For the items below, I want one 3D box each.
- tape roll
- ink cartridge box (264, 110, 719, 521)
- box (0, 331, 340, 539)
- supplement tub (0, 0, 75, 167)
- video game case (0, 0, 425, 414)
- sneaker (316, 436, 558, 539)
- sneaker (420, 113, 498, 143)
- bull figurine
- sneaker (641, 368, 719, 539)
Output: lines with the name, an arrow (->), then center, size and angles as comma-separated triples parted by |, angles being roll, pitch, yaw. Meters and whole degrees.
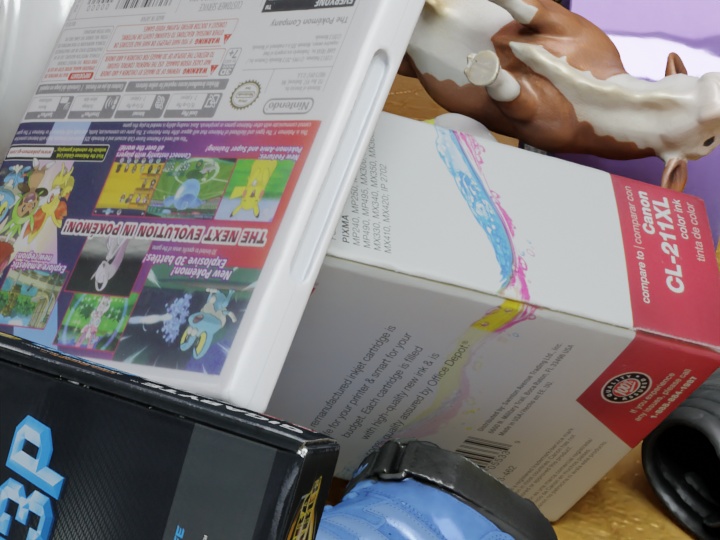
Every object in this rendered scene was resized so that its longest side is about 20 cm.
tape roll -> 0.129, -0.080, 1.015 | 0.084, 0.201, 0.201 | 5, 32, 0
ink cartridge box -> 0.024, 0.018, 0.833 | 0.199, 0.146, 0.083 | 14, 52, -21
box -> -0.109, 0.127, 0.662 | 0.158, 0.202, 0.046 | 17, 1, 14
supplement tub -> -0.105, -0.105, 0.974 | 0.198, 0.146, 0.145 | 7, 30, -22
video game case -> -0.072, -0.040, 0.772 | 0.199, 0.183, 0.023 | 4, -23, 47
sneaker -> -0.014, 0.114, 0.799 | 0.198, 0.077, 0.112 | 9, 38, -4
sneaker -> 0.000, 0.000, 0.923 | 0.105, 0.200, 0.076 | -35, 87, -25
bull figurine -> 0.062, -0.094, 0.870 | 0.199, 0.065, 0.121 | 26, -2, 39
sneaker -> 0.209, 0.096, 0.884 | 0.199, 0.071, 0.099 | 21, 37, 32
